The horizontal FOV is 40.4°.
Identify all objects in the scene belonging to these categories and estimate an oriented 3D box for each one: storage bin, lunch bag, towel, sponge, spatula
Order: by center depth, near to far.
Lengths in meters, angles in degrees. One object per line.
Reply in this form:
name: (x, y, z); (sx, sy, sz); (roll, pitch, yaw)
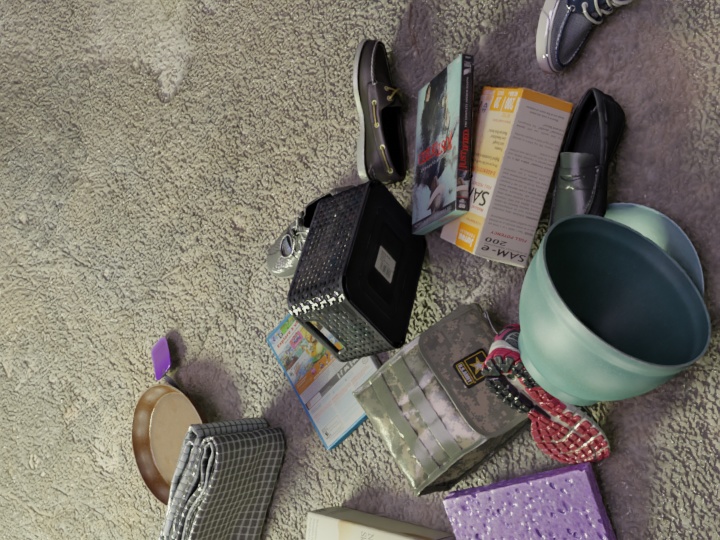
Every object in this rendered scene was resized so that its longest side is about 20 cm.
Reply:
sponge: (0.203, 0.305, 1.179); (0.199, 0.030, 0.113); (-21, 91, 33)
lunch bag: (0.118, 0.158, 1.222); (0.200, 0.117, 0.165); (-43, 65, 19)
storage bin: (0.000, 0.000, 1.264); (0.093, 0.135, 0.201); (-18, 41, 34)
towel: (-0.199, 0.319, 1.418); (0.085, 0.165, 0.202); (22, 100, 30)
spatula: (-0.295, 0.199, 1.586); (0.057, 0.020, 0.201); (-47, 65, 35)

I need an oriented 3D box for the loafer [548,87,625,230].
loafer: (0.253, -0.114, 1.135); (0.068, 0.070, 0.202); (5, 72, 44)

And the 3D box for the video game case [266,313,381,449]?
video game case: (-0.046, 0.133, 1.407); (0.143, 0.018, 0.201); (-46, 62, 26)

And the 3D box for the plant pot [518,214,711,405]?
plant pot: (0.250, 0.060, 1.046); (0.201, 0.199, 0.135); (56, 137, 26)

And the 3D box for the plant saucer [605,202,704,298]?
plant saucer: (0.304, 0.024, 1.137); (0.199, 0.039, 0.203); (-3, 84, 36)

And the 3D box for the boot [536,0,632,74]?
boot: (0.280, -0.326, 1.160); (0.090, 0.072, 0.202); (24, 100, 41)

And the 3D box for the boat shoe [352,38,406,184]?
boat shoe: (0.032, -0.219, 1.347); (0.060, 0.071, 0.204); (-2, 92, 33)

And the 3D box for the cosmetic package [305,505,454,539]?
cosmetic package: (0.022, 0.385, 1.301); (0.199, 0.071, 0.106); (2, 87, 37)

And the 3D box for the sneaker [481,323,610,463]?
sneaker: (0.223, 0.145, 1.124); (0.080, 0.075, 0.200); (-26, 113, 37)

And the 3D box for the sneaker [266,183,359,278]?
sneaker: (-0.076, -0.063, 1.404); (0.200, 0.082, 0.075); (-41, 64, 27)

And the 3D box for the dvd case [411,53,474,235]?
dvd case: (0.104, -0.157, 1.253); (0.146, 0.022, 0.202); (155, 119, -69)

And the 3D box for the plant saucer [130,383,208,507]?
plant saucer: (-0.294, 0.278, 1.558); (0.199, 0.034, 0.203); (5, 98, 40)

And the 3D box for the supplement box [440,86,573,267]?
supplement box: (0.174, -0.117, 1.191); (0.126, 0.073, 0.202); (-144, 69, -72)
